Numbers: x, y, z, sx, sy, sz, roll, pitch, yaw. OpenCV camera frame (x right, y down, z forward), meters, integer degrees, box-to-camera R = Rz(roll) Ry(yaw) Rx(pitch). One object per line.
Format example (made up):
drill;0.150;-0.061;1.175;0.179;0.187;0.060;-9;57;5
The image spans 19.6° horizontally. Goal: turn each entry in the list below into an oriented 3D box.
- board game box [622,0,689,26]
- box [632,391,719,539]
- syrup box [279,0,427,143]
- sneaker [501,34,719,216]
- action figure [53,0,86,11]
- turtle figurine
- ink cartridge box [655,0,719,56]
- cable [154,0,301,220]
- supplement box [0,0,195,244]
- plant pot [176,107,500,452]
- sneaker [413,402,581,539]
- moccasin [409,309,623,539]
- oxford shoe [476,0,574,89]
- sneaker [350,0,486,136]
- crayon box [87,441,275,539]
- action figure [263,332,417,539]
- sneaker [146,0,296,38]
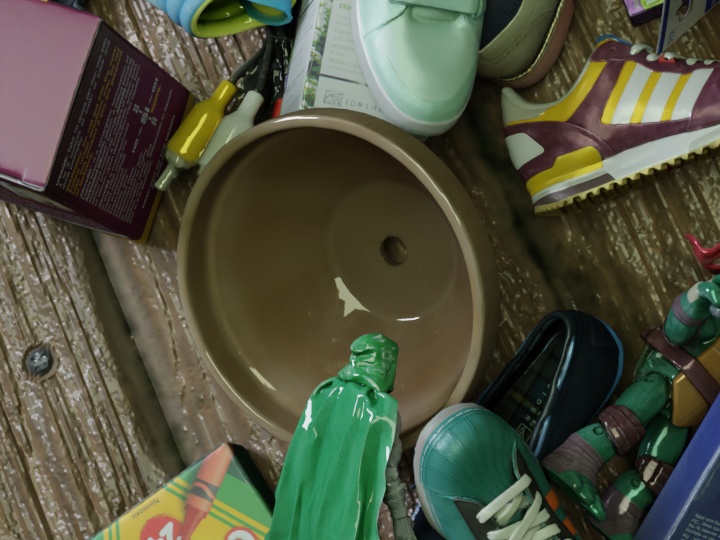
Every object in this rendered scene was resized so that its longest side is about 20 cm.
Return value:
board game box;0.231;-0.240;1.242;0.199;0.032;0.121;-22;75;8
box;0.224;0.126;1.141;0.121;0.032;0.201;22;102;-27
syrup box;0.010;-0.173;1.234;0.078;0.081;0.201;11;79;-10
sneaker;0.178;-0.105;1.210;0.199;0.075;0.091;-22;84;6
action figure;-0.212;-0.265;1.296;0.193;0.105;0.200;-43;80;-8
turtle figurine;0.196;0.066;1.174;0.200;0.101;0.150;-46;117;-3
ink cartridge box;0.230;-0.209;1.159;0.200;0.095;0.037;-43;75;-8
cable;-0.051;-0.125;1.269;0.097;0.050;0.201;17;85;9
supplement box;-0.193;-0.094;1.216;0.130;0.200;0.104;18;86;12
plant pot;0.000;0.000;1.203;0.200;0.093;0.202;9;110;26
sneaker;0.097;0.158;1.133;0.071;0.080;0.201;-37;121;-14
moccasin;0.070;0.105;1.196;0.080;0.068;0.201;28;87;38
oxford shoe;0.102;-0.208;1.221;0.070;0.074;0.201;14;94;29
sneaker;0.044;-0.180;1.139;0.073;0.118;0.202;3;84;-14
crayon box;-0.071;0.218;1.225;0.127;0.051;0.201;-36;78;4
action figure;-0.010;0.133;1.150;0.118;0.054;0.201;19;100;45
sneaker;-0.055;-0.220;1.245;0.200;0.080;0.131;-47;65;4
